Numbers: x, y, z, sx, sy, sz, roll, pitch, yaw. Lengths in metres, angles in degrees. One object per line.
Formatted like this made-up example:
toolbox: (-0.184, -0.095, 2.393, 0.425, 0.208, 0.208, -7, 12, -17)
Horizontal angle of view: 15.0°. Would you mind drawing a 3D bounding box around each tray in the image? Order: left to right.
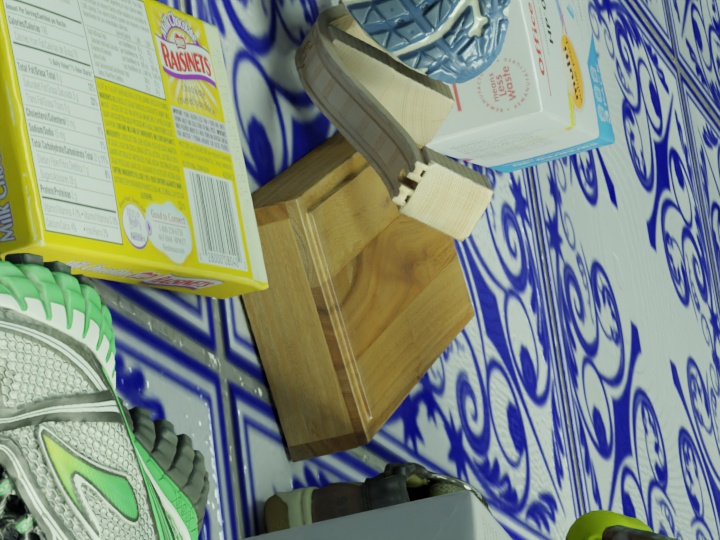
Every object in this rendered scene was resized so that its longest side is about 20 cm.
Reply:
tray: (0.000, 0.000, 1.127, 0.200, 0.037, 0.099, -42, 117, -70)

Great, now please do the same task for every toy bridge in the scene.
toy bridge: (0.006, -0.079, 1.153, 0.067, 0.027, 0.200, 25, 22, -20)

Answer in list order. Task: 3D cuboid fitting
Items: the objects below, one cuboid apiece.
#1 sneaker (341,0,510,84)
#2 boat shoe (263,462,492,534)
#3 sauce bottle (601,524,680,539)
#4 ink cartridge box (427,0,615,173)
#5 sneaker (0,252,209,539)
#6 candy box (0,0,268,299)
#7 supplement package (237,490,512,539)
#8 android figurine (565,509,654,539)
sneaker: (0.005, -0.170, 1.164, 0.200, 0.077, 0.085, 61, 4, 3)
boat shoe: (0.024, 0.112, 1.063, 0.200, 0.065, 0.074, 13, 63, -72)
sauce bottle: (0.089, 0.198, 1.031, 0.201, 0.065, 0.065, -69, 155, -7)
ink cartridge box: (0.064, -0.119, 1.364, 0.200, 0.068, 0.116, 7, 70, -71)
sneaker: (-0.090, 0.060, 0.724, 0.200, 0.078, 0.085, 53, 29, -53)
candy box: (-0.083, -0.047, 0.915, 0.200, 0.026, 0.103, 14, 61, -71)
supplement package: (0.020, 0.176, 0.909, 0.200, 0.121, 0.120, 50, 31, -54)
android figurine: (0.077, 0.185, 1.123, 0.200, 0.041, 0.183, 30, 77, -70)
